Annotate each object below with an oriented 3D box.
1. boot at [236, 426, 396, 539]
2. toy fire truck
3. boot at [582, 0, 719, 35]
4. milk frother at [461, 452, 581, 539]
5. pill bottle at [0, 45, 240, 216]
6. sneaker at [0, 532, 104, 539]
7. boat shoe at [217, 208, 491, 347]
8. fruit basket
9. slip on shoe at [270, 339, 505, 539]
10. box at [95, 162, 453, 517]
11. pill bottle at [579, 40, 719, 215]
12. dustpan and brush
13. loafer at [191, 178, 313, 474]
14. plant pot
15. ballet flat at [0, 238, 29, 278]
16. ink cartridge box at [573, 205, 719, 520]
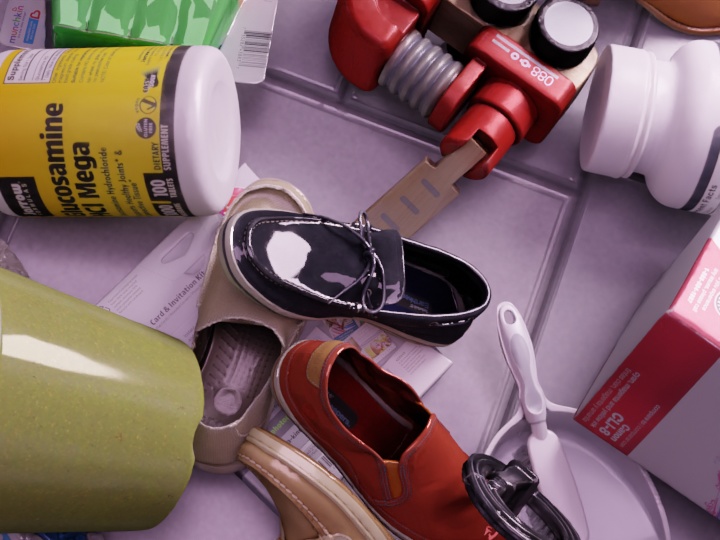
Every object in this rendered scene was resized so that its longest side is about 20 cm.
[{"bbox_3d":[-0.048,0.211,1.018,0.155,0.073,0.200,-43,114,-11],"label":"boot"},{"bbox_3d":[0.041,-0.121,1.121,0.176,0.129,0.200,36,66,4],"label":"toy fire truck"},{"bbox_3d":[0.234,-0.235,1.137,0.200,0.155,0.077,10,75,-3],"label":"boot"},{"bbox_3d":[0.090,0.243,0.976,0.188,0.181,0.200,-42,54,-4],"label":"milk frother"},{"bbox_3d":[-0.188,-0.091,1.073,0.200,0.112,0.113,0,76,10],"label":"pill bottle"},{"bbox_3d":[-0.193,0.212,1.033,0.200,0.075,0.087,46,114,21],"label":"sneaker"},{"bbox_3d":[0.000,0.000,1.032,0.200,0.062,0.075,18,59,-32],"label":"boat shoe"},{"bbox_3d":[-0.146,-0.226,1.148,0.185,0.094,0.200,9,60,-4],"label":"fruit basket"},{"bbox_3d":[0.029,0.116,1.015,0.200,0.061,0.074,45,60,-16],"label":"slip on shoe"},{"bbox_3d":[-0.063,0.051,1.097,0.200,0.041,0.156,43,75,5],"label":"box"},{"bbox_3d":[0.261,-0.096,1.124,0.200,0.120,0.120,11,75,-3],"label":"pill bottle"},{"bbox_3d":[0.122,0.121,1.086,0.139,0.057,0.200,-15,78,-9],"label":"dustpan and brush"},{"bbox_3d":[-0.070,0.031,1.045,0.076,0.068,0.200,11,75,-3],"label":"loafer"},{"bbox_3d":[-0.204,0.084,0.970,0.190,0.200,0.200,15,73,-31],"label":"plant pot"},{"bbox_3d":[-0.281,0.063,1.061,0.072,0.072,0.200,28,74,2],"label":"ballet flat"},{"bbox_3d":[0.275,0.075,1.049,0.200,0.145,0.145,35,51,5],"label":"ink cartridge box"}]
